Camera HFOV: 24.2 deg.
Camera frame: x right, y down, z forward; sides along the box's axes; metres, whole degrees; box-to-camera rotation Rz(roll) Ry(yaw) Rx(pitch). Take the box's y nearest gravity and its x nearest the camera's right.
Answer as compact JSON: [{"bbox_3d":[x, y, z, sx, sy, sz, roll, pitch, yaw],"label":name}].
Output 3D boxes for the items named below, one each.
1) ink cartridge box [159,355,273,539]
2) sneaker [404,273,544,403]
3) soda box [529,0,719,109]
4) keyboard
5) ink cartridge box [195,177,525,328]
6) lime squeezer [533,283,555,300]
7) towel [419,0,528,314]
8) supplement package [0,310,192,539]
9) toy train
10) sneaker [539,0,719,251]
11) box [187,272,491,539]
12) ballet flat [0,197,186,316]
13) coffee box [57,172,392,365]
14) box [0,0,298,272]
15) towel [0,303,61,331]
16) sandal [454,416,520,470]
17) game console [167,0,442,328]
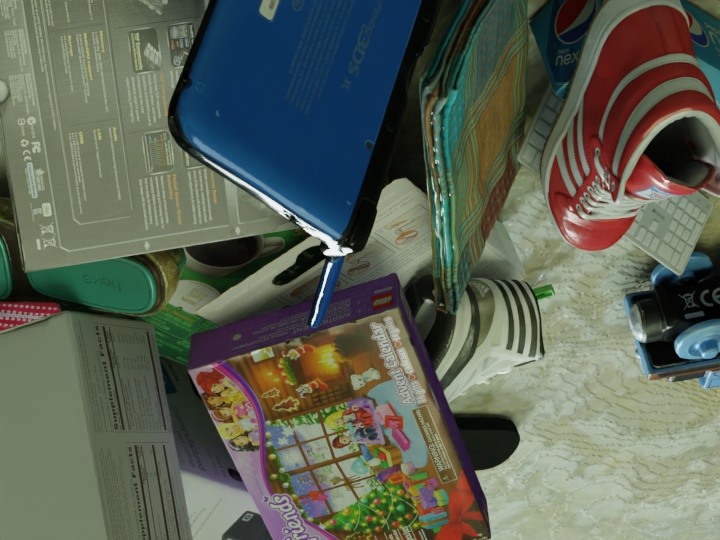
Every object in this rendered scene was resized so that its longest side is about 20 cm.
[{"bbox_3d":[-0.102,0.146,1.181,0.199,0.145,0.084,25,110,-39],"label":"ink cartridge box"},{"bbox_3d":[0.061,0.079,1.138,0.114,0.076,0.201,-1,141,-32],"label":"sneaker"},{"bbox_3d":[0.200,-0.116,1.034,0.199,0.065,0.068,22,130,-36],"label":"soda box"},{"bbox_3d":[0.172,-0.058,1.113,0.011,0.057,0.199,12,167,47],"label":"keyboard"},{"bbox_3d":[0.000,0.000,1.088,0.160,0.050,0.200,-33,148,15],"label":"ink cartridge box"},{"bbox_3d":[0.051,0.067,1.215,0.200,0.071,0.038,-47,127,-7],"label":"lime squeezer"},{"bbox_3d":[0.072,-0.087,0.978,0.022,0.147,0.201,16,145,17],"label":"towel"},{"bbox_3d":[-0.224,0.127,1.037,0.198,0.157,0.111,-16,169,19],"label":"supplement package"},{"bbox_3d":[0.290,0.036,1.239,0.198,0.087,0.115,-10,148,-7],"label":"toy train"},{"bbox_3d":[0.155,-0.052,0.954,0.070,0.113,0.201,-6,141,-10],"label":"sneaker"},{"bbox_3d":[-0.009,0.107,1.062,0.136,0.039,0.201,-17,123,10],"label":"box"},{"bbox_3d":[-0.199,-0.016,1.016,0.198,0.071,0.071,9,144,13],"label":"ballet flat"},{"bbox_3d":[-0.086,-0.022,1.072,0.199,0.044,0.123,-36,139,25],"label":"coffee box"},{"bbox_3d":[-0.115,-0.110,0.875,0.157,0.048,0.202,-10,113,-11],"label":"box"},{"bbox_3d":[-0.280,0.074,1.144,0.143,0.023,0.201,3,137,-19],"label":"towel"},{"bbox_3d":[0.038,0.146,1.318,0.198,0.045,0.075,2,139,-20],"label":"sandal"},{"bbox_3d":[-0.027,-0.100,0.869,0.170,0.202,0.118,32,151,-29],"label":"game console"}]
